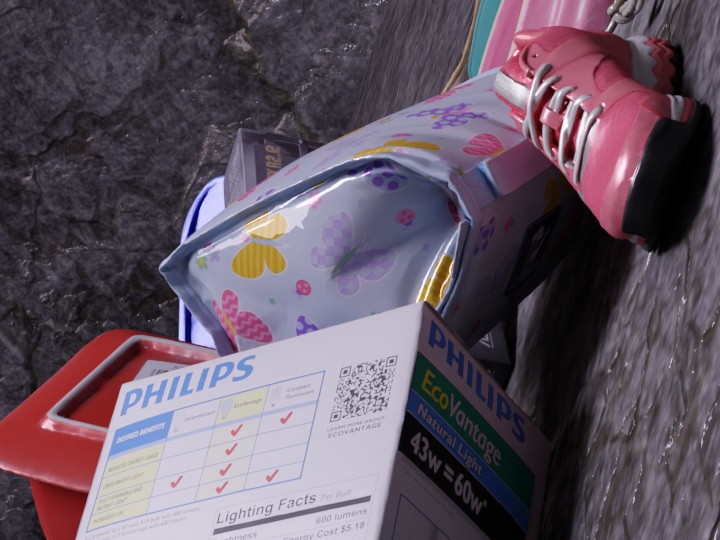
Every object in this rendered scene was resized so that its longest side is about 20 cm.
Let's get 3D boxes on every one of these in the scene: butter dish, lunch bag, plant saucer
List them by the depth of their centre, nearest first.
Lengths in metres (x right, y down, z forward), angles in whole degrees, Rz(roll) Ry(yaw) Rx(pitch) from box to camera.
[{"bbox_3d":[0.028,-0.020,1.255,0.200,0.127,0.170,-29,4,36],"label":"lunch bag"},{"bbox_3d":[0.107,-0.127,1.509,0.201,0.051,0.201,-163,90,-85],"label":"plant saucer"},{"bbox_3d":[-0.113,0.141,1.521,0.199,0.199,0.148,-47,-37,-57],"label":"butter dish"}]

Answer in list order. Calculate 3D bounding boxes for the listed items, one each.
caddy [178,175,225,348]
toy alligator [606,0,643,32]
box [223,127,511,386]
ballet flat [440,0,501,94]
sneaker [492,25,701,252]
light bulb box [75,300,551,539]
[{"bbox_3d":[-0.043,0.021,1.652,0.105,0.141,0.201,34,-128,-61],"label":"caddy"},{"bbox_3d":[0.099,-0.084,1.332,0.059,0.054,0.200,-83,11,-58],"label":"toy alligator"},{"bbox_3d":[0.000,0.000,1.477,0.200,0.158,0.048,-99,22,-53],"label":"box"},{"bbox_3d":[0.094,-0.122,1.680,0.063,0.069,0.200,-28,-35,-56],"label":"ballet flat"},{"bbox_3d":[0.103,-0.067,1.135,0.200,0.087,0.074,-88,14,-71],"label":"sneaker"},{"bbox_3d":[-0.031,0.146,1.167,0.198,0.125,0.200,-16,43,32],"label":"light bulb box"}]
